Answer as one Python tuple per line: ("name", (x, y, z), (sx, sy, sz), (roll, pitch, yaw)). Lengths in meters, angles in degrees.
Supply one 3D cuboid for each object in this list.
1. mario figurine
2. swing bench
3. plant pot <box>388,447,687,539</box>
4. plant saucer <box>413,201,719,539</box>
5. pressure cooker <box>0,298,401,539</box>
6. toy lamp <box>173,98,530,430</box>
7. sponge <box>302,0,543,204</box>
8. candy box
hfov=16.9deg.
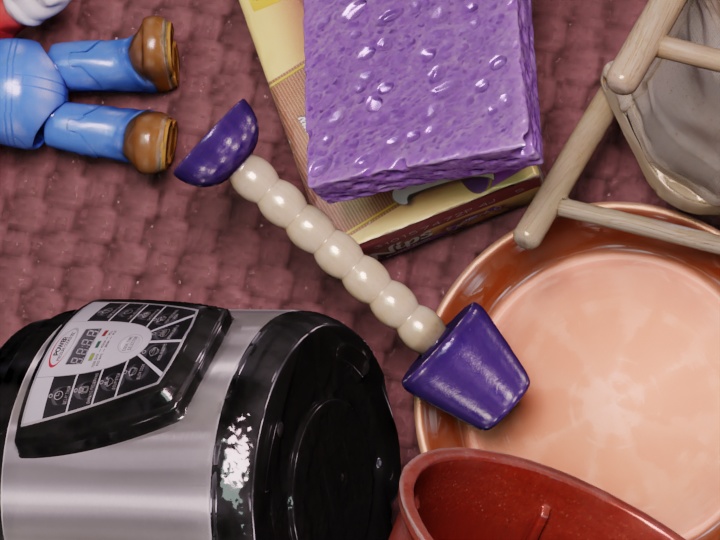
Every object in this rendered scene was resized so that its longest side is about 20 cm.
("mario figurine", (-0.198, -0.091, 1.257), (0.200, 0.106, 0.124), (-1, 46, 2))
("swing bench", (0.168, -0.120, 1.133), (0.130, 0.199, 0.200), (13, 68, -3))
("plant pot", (0.066, 0.217, 1.114), (0.201, 0.201, 0.195), (32, 109, 13))
("plant saucer", (0.127, 0.066, 1.215), (0.200, 0.032, 0.201), (-2, 80, 10))
("pressure cooker", (-0.100, 0.105, 1.167), (0.200, 0.176, 0.179), (0, 83, 27))
("toy lamp", (0.000, 0.000, 1.187), (0.200, 0.058, 0.058), (44, 90, -3))
("sponge", (0.027, -0.133, 1.174), (0.111, 0.030, 0.200), (-12, 64, 20))
("candy box", (0.009, -0.113, 1.253), (0.117, 0.056, 0.200), (-20, 77, 7))
